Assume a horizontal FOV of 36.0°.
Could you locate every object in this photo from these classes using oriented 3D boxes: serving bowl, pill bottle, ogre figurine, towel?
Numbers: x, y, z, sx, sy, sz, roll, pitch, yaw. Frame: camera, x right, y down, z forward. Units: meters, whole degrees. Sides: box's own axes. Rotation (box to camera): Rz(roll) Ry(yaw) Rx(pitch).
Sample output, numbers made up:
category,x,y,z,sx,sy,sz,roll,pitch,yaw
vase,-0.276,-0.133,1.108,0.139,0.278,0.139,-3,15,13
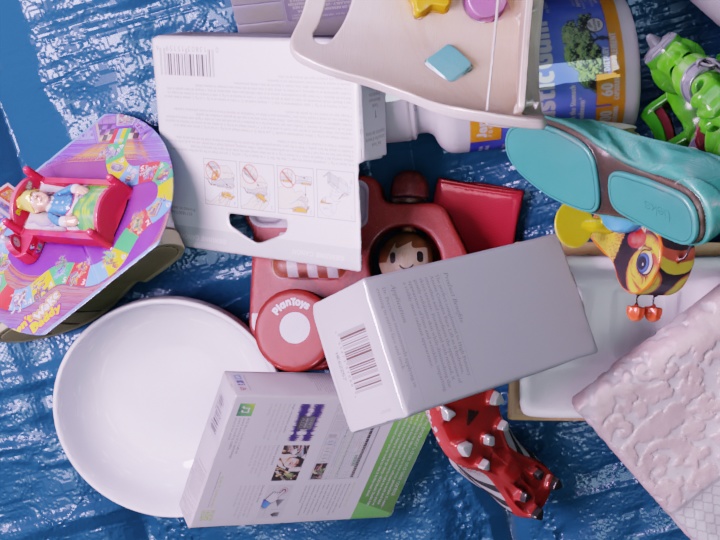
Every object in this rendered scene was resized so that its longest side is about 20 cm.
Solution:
category,x,y,z,sx,sy,sz,roll,pitch,yaw
serving bowl,-0.163,0.112,0.976,0.199,0.066,0.201,0,105,1
pill bottle,0.111,-0.153,0.878,0.199,0.112,0.112,-7,105,2
ogre figurine,0.266,-0.106,0.807,0.200,0.120,0.098,10,128,-36
towel,0.305,0.114,0.904,0.200,0.032,0.191,-39,102,8

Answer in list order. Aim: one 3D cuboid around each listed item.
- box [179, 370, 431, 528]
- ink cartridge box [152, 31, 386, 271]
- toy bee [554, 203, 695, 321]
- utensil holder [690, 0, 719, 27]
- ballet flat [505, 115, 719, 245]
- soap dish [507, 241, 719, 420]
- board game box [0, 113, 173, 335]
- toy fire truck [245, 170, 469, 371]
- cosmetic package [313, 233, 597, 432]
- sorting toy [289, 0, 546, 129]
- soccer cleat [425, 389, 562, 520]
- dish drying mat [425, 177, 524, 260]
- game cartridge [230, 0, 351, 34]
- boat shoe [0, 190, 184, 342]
category,x,y,z,sx,sy,sz,roll,pitch,yaw
box,-0.040,0.152,0.940,0.199,0.036,0.145,5,121,-29
ink cartridge box,-0.073,-0.099,0.883,0.199,0.044,0.174,8,110,31
toy bee,0.208,-0.022,0.843,0.130,0.200,0.109,11,108,-7
utensil holder,0.308,-0.259,0.819,0.200,0.170,0.170,39,102,-7
ballet flat,0.189,-0.070,0.784,0.070,0.200,0.068,-24,122,-25
soap dish,0.225,0.048,0.945,0.199,0.081,0.158,0,105,0
board game box,-0.243,-0.046,0.894,0.200,0.158,0.039,-37,144,8
toy fire truck,0.000,0.000,0.922,0.199,0.112,0.169,0,86,11
cosmetic package,0.073,0.043,0.820,0.200,0.074,0.102,-11,81,-38
sorting toy,0.043,-0.199,0.770,0.179,0.107,0.201,5,90,2
soccer cleat,0.097,0.143,0.945,0.069,0.085,0.200,-54,127,-17
dish drying mat,0.087,0.021,0.973,0.077,0.018,0.201,9,104,-1
game cartridge,-0.006,-0.239,0.860,0.199,0.130,0.039,-5,62,2
boat shoe,-0.239,-0.004,0.948,0.200,0.075,0.069,-29,71,19
